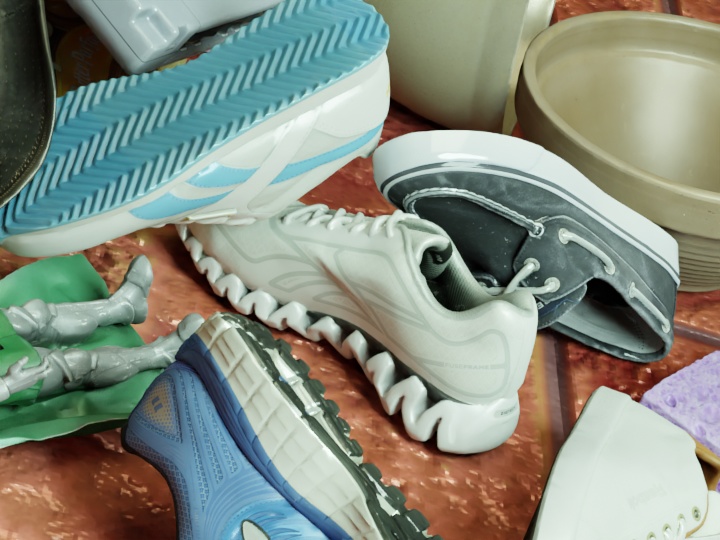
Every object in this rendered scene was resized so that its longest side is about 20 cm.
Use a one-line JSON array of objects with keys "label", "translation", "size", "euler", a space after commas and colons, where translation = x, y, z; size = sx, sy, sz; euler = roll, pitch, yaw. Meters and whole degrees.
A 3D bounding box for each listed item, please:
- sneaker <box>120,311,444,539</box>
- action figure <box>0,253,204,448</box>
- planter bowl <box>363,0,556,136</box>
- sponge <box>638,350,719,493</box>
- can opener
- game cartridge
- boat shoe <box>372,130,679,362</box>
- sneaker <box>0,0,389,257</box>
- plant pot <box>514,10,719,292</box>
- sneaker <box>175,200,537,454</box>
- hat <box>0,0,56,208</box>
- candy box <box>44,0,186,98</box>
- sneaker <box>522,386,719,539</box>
[{"label": "sneaker", "translation": [-0.021, 0.116, 0.866], "size": [0.200, 0.089, 0.079], "euler": [53, 12, 18]}, {"label": "action figure", "translation": [-0.157, 0.039, 0.916], "size": [0.200, 0.055, 0.118], "euler": [-15, 45, -42]}, {"label": "planter bowl", "translation": [0.043, -0.181, 1.269], "size": [0.134, 0.201, 0.200], "euler": [15, 29, 7]}, {"label": "sponge", "translation": [0.236, 0.108, 1.079], "size": [0.200, 0.030, 0.111], "euler": [37, 34, 24]}, {"label": "can opener", "translation": [0.258, -0.033, 1.317], "size": [0.200, 0.053, 0.067], "euler": [26, -2, 8]}, {"label": "game cartridge", "translation": [-0.104, -0.167, 1.098], "size": [0.133, 0.042, 0.200], "euler": [48, 24, 4]}, {"label": "boat shoe", "translation": [0.083, -0.006, 1.089], "size": [0.200, 0.072, 0.068], "euler": [27, 54, -42]}, {"label": "sneaker", "translation": [-0.074, -0.049, 1.011], "size": [0.200, 0.081, 0.077], "euler": [-24, 53, -14]}, {"label": "plant pot", "translation": [0.174, -0.054, 1.224], "size": [0.200, 0.093, 0.201], "euler": [10, 33, -7]}, {"label": "sneaker", "translation": [0.000, 0.000, 1.052], "size": [0.200, 0.081, 0.075], "euler": [33, 34, 21]}, {"label": "hat", "translation": [-0.226, -0.099, 0.956], "size": [0.200, 0.201, 0.081], "euler": [28, -13, 11]}, {"label": "candy box", "translation": [-0.163, -0.096, 1.123], "size": [0.115, 0.055, 0.200], "euler": [23, 30, 2]}, {"label": "sneaker", "translation": [0.113, 0.112, 0.948], "size": [0.084, 0.073, 0.200], "euler": [24, 29, 9]}]
